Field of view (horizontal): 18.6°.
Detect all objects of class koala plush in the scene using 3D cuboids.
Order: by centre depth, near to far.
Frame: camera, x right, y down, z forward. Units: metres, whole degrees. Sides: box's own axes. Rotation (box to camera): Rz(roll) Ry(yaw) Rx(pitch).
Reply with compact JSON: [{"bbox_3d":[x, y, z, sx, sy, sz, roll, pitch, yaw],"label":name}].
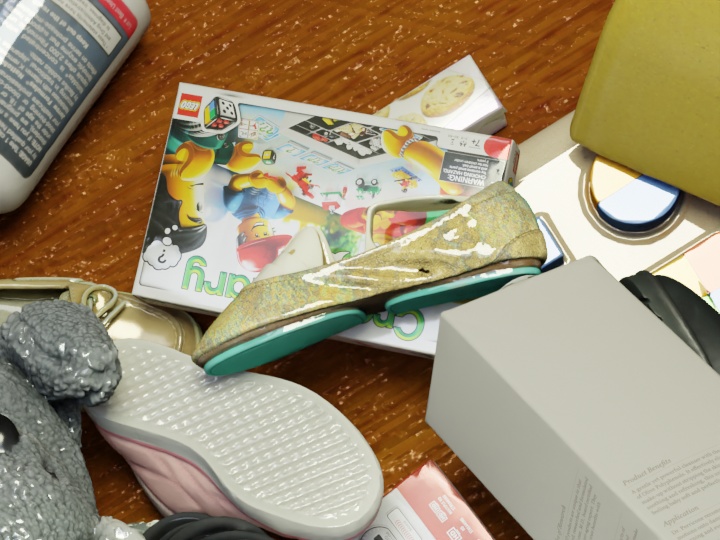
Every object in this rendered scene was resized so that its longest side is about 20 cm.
[{"bbox_3d":[-0.184,0.130,1.103,0.176,0.200,0.185,-6,108,-25],"label":"koala plush"}]

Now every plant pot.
[{"bbox_3d":[0.241,-0.157,1.167,0.193,0.200,0.196,24,66,13],"label":"plant pot"}]

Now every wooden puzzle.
[{"bbox_3d":[0.139,0.006,1.247,0.185,0.046,0.201,-32,74,1],"label":"wooden puzzle"}]

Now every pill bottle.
[{"bbox_3d":[-0.223,-0.103,1.279,0.119,0.120,0.200,31,76,14],"label":"pill bottle"}]

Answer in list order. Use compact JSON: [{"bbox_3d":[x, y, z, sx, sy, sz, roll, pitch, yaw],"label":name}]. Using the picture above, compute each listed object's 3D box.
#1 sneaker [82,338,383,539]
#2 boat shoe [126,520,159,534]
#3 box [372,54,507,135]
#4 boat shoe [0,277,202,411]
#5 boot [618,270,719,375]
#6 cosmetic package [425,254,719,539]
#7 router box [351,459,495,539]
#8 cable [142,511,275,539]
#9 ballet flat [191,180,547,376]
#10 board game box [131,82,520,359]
[{"bbox_3d":[-0.061,0.110,1.217,0.199,0.105,0.075,22,62,31],"label":"sneaker"},{"bbox_3d":[-0.105,0.175,1.216,0.199,0.062,0.073,3,101,44],"label":"boat shoe"},{"bbox_3d":[-0.007,-0.054,1.286,0.199,0.039,0.042,-31,74,1],"label":"box"},{"bbox_3d":[-0.193,0.037,1.280,0.199,0.063,0.074,9,79,11],"label":"boat shoe"},{"bbox_3d":[0.249,0.064,1.184,0.167,0.077,0.201,-23,69,-20],"label":"boot"},{"bbox_3d":[0.133,0.091,1.112,0.107,0.085,0.200,-19,45,-27],"label":"cosmetic package"},{"bbox_3d":[0.032,0.239,1.207,0.179,0.049,0.200,-38,75,-2],"label":"router box"},{"bbox_3d":[-0.060,0.207,1.100,0.199,0.051,0.164,4,89,50],"label":"cable"},{"bbox_3d":[0.000,0.000,1.180,0.199,0.071,0.071,-17,75,3],"label":"ballet flat"},{"bbox_3d":[-0.020,-0.027,1.239,0.199,0.035,0.127,10,83,13],"label":"board game box"}]
